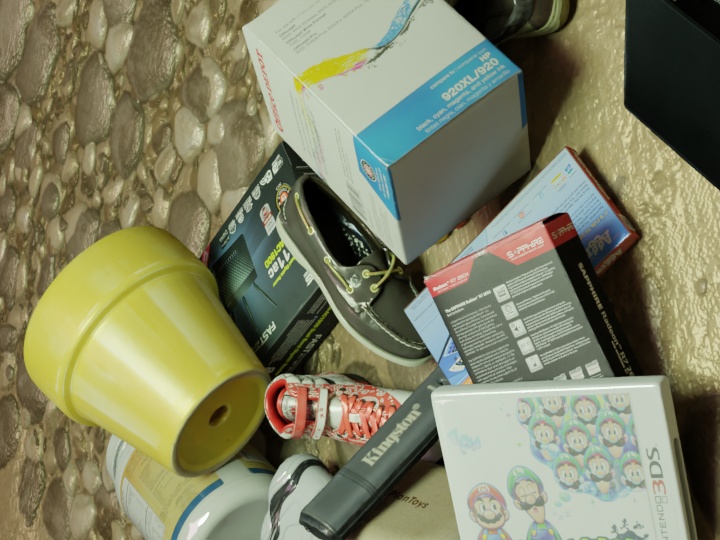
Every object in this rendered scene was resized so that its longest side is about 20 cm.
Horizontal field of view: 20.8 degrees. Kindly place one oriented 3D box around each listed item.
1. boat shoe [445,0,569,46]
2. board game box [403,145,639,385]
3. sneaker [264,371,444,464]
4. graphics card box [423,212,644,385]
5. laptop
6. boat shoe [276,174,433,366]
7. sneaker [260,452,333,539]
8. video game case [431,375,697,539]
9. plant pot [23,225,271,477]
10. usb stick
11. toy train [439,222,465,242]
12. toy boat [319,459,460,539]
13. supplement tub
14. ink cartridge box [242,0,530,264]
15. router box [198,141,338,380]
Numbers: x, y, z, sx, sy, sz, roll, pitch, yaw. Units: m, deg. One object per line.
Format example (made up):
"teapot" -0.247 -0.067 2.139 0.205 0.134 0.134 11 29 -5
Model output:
"boat shoe" 0.095 -0.218 1.682 0.200 0.065 0.073 -9 85 55
"board game box" 0.130 0.004 1.612 0.200 0.019 0.103 -46 55 19
"sneaker" -0.006 0.137 1.786 0.201 0.107 0.068 16 103 53
"graphics card box" 0.147 0.069 1.544 0.125 0.051 0.202 -26 88 34
"laptop" 0.291 -0.176 1.459 0.200 0.116 0.187 -48 47 6
"boat shoe" 0.000 0.000 1.769 0.201 0.071 0.061 47 145 16
"sneaker" -0.042 0.285 1.864 0.115 0.075 0.202 28 116 48
"video game case" 0.160 0.174 1.525 0.198 0.024 0.184 -5 104 32
"plant pot" -0.190 0.090 1.885 0.189 0.200 0.202 39 122 29
"usb stick" 0.027 0.157 1.695 0.055 0.200 0.033 18 147 51
"toy train" 0.027 -0.104 1.787 0.199 0.055 0.152 25 110 52
"toy boat" 0.058 0.250 1.709 0.199 0.130 0.132 11 129 52
"supplement tub" -0.159 0.225 1.969 0.200 0.144 0.146 41 122 47
"ink cartridge box" 0.023 -0.144 1.641 0.200 0.144 0.148 46 165 29
"router box" -0.073 -0.007 1.918 0.200 0.062 0.151 -52 52 41
